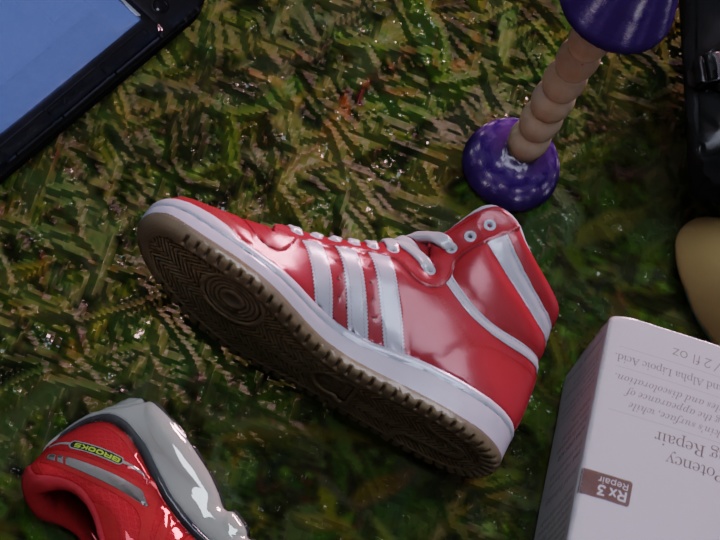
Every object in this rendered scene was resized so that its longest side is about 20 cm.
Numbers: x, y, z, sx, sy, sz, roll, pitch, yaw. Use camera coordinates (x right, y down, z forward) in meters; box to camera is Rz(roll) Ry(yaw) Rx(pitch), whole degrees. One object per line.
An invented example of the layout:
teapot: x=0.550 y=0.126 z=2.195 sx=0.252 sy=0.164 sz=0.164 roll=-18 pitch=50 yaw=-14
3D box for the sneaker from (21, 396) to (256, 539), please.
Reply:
sneaker: x=-0.080 y=0.151 z=1.232 sx=0.085 sy=0.077 sz=0.200 roll=-29 pitch=64 yaw=-22

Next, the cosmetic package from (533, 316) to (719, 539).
cosmetic package: x=0.134 y=0.132 z=1.300 sx=0.101 sy=0.074 sz=0.200 roll=17 pitch=59 yaw=-7

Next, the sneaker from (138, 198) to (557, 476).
sneaker: x=0.000 y=0.000 z=1.320 sx=0.200 sy=0.071 sz=0.113 roll=33 pitch=63 yaw=-7

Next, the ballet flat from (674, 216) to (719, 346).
ballet flat: x=0.225 y=0.046 z=1.377 sx=0.068 sy=0.063 sz=0.200 roll=-23 pitch=71 yaw=-25

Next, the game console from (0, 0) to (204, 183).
game console: x=-0.184 y=-0.156 z=1.328 sx=0.171 sy=0.118 sz=0.200 roll=42 pitch=60 yaw=8

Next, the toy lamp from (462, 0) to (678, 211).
toy lamp: x=0.103 y=-0.099 z=1.336 sx=0.058 sy=0.200 sz=0.058 roll=7 pitch=62 yaw=-13

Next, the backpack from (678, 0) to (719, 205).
backpack: x=0.264 y=-0.093 z=1.429 sx=0.199 sy=0.154 sz=0.164 roll=-3 pitch=60 yaw=6
